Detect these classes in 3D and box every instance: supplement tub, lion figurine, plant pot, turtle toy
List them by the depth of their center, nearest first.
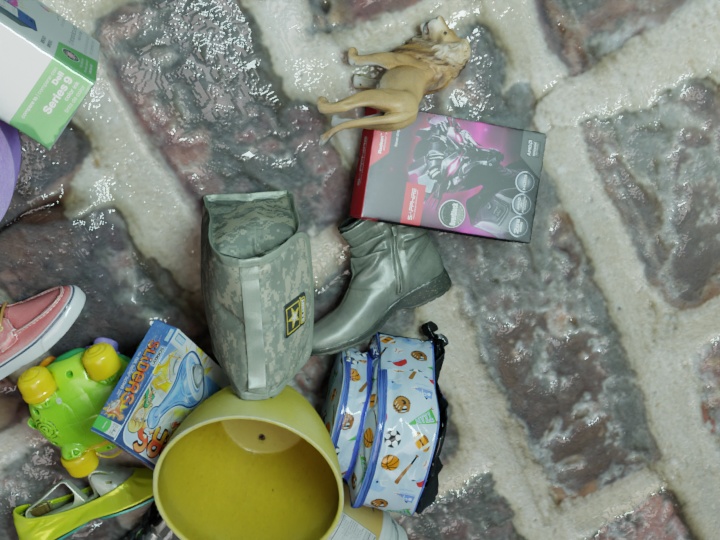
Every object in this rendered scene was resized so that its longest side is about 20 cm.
[{"bbox_3d":[0.037,-0.183,1.188,0.122,0.200,0.073,6,136,16],"label":"lion figurine"},{"bbox_3d":[-0.113,0.199,1.272,0.199,0.142,0.201,1,119,3],"label":"plant pot"},{"bbox_3d":[-0.282,0.133,1.319,0.199,0.101,0.146,-21,118,0],"label":"turtle toy"},{"bbox_3d":[-0.053,0.312,1.420,0.200,0.145,0.145,40,103,-24],"label":"supplement tub"}]

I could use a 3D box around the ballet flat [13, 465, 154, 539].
[{"bbox_3d":[-0.326,0.272,1.403,0.200,0.067,0.067,-24,104,3],"label":"ballet flat"}]

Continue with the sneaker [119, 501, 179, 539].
[{"bbox_3d":[-0.243,0.364,1.454,0.115,0.075,0.200,36,104,-25],"label":"sneaker"}]

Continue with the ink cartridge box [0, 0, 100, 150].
[{"bbox_3d":[-0.355,-0.222,1.110,0.200,0.145,0.088,32,106,-22],"label":"ink cartridge box"}]

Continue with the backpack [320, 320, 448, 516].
[{"bbox_3d":[0.029,0.181,1.346,0.154,0.191,0.201,3,116,-11],"label":"backpack"}]

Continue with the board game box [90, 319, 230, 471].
[{"bbox_3d":[-0.203,0.156,1.292,0.136,0.034,0.200,-62,151,-16],"label":"board game box"}]

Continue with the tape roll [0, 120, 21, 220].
[{"bbox_3d":[-0.452,-0.114,1.191,0.199,0.066,0.201,-4,117,-7],"label":"tape roll"}]

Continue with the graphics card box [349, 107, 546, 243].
[{"bbox_3d":[0.096,-0.104,1.277,0.199,0.051,0.126,9,90,-14],"label":"graphics card box"}]

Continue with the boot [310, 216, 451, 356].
[{"bbox_3d":[0.000,0.000,1.321,0.200,0.068,0.131,-30,114,-13],"label":"boot"}]

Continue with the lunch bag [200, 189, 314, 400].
[{"bbox_3d":[-0.110,0.023,1.241,0.117,0.200,0.165,-4,115,-7],"label":"lunch bag"}]

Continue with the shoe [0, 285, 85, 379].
[{"bbox_3d":[-0.403,0.062,1.280,0.200,0.072,0.091,-35,122,13],"label":"shoe"}]
